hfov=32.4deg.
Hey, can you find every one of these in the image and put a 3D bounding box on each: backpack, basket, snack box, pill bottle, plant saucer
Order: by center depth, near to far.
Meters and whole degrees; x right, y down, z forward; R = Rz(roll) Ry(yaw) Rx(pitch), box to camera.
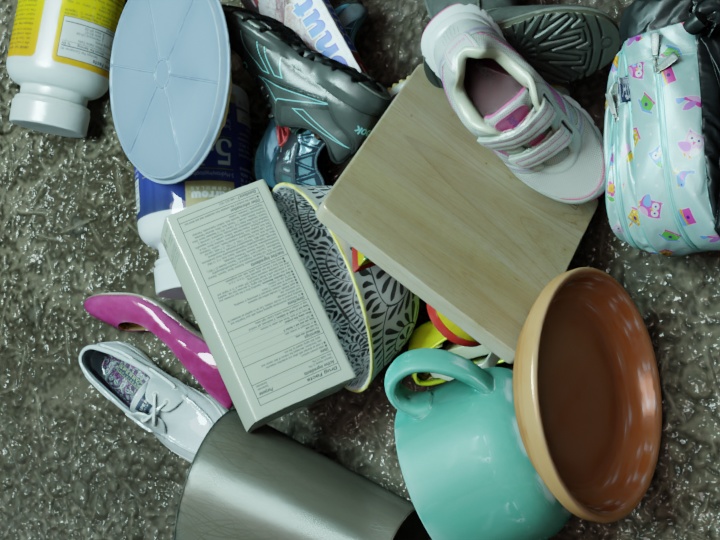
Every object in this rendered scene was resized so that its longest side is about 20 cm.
[{"bbox_3d":[0.180,0.099,0.992,0.037,0.199,0.202,-9,79,40],"label":"plant saucer"},{"bbox_3d":[0.269,-0.112,1.008,0.126,0.166,0.202,-4,84,44],"label":"backpack"},{"bbox_3d":[-0.049,0.239,1.128,0.199,0.136,0.182,13,97,24],"label":"basket"},{"bbox_3d":[-0.056,-0.225,1.160,0.072,0.024,0.201,-32,80,21],"label":"snack box"},{"bbox_3d":[-0.164,-0.078,1.233,0.119,0.120,0.202,-10,79,26],"label":"pill bottle"},{"bbox_3d":[-0.319,-0.251,1.341,0.112,0.113,0.202,8,87,28],"label":"pill bottle"}]

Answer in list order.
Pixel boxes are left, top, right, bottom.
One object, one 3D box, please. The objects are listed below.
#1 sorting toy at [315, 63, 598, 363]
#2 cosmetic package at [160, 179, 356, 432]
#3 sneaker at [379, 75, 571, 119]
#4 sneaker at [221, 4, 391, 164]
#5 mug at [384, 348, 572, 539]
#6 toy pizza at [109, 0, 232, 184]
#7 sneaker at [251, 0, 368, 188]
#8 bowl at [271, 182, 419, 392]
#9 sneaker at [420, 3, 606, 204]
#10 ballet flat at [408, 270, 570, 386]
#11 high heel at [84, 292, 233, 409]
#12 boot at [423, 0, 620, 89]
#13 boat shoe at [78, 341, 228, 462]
[{"bbox_3d":[0.076,-0.041,1.047,0.200,0.199,0.070,37,142,-5],"label":"sorting toy"},{"bbox_3d":[-0.095,0.032,1.123,0.103,0.073,0.201,-21,81,-18],"label":"cosmetic package"},{"bbox_3d":[0.095,-0.140,1.133,0.199,0.075,0.091,-24,67,23],"label":"sneaker"},{"bbox_3d":[-0.069,-0.172,1.115,0.199,0.075,0.080,35,111,20],"label":"sneaker"},{"bbox_3d":[0.107,0.152,1.027,0.114,0.185,0.153,-25,56,19],"label":"mug"},{"bbox_3d":[-0.171,-0.180,1.142,0.199,0.032,0.202,1,92,49],"label":"toy pizza"},{"bbox_3d":[-0.026,-0.163,1.212,0.095,0.079,0.201,26,100,10],"label":"sneaker"},{"bbox_3d":[0.000,0.000,1.131,0.094,0.201,0.201,-23,68,-20],"label":"bowl"},{"bbox_3d":[0.126,-0.121,0.996,0.200,0.088,0.081,41,110,-15],"label":"sneaker"},{"bbox_3d":[0.128,0.060,1.089,0.199,0.067,0.067,-19,119,27],"label":"ballet flat"},{"bbox_3d":[-0.203,0.079,1.266,0.198,0.067,0.097,9,82,17],"label":"high heel"},{"bbox_3d":[0.133,-0.247,1.098,0.180,0.073,0.201,-2,41,9],"label":"boot"},{"bbox_3d":[-0.207,0.132,1.256,0.200,0.068,0.072,39,101,26],"label":"boat shoe"}]
